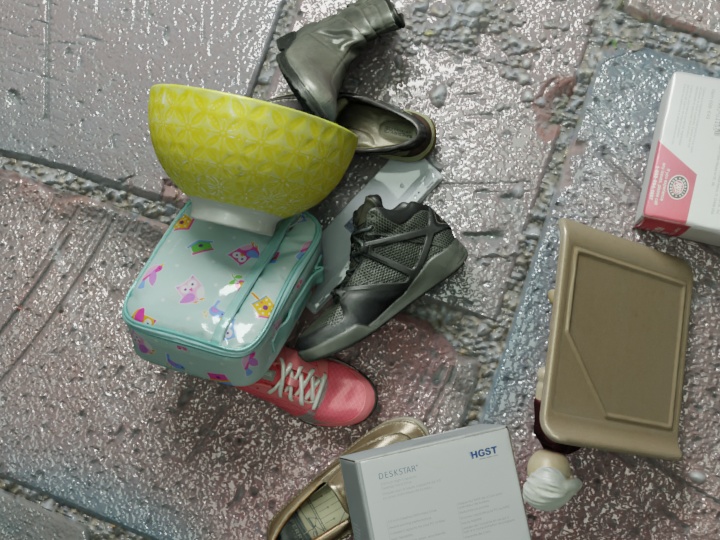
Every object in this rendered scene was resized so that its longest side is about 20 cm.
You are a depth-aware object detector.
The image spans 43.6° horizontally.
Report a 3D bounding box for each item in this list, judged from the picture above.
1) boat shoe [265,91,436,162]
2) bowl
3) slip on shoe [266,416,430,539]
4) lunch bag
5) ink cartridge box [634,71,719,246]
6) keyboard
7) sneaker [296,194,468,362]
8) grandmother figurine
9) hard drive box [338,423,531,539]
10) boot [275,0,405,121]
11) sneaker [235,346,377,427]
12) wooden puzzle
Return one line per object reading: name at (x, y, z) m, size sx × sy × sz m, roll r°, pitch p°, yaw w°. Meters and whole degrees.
boat shoe at (-0.021, -0.156, 0.937) m, size 0.198 × 0.065 × 0.074 m, roll 5°, pitch 86°, yaw 13°
bowl at (-0.109, -0.093, 0.839) m, size 0.198 × 0.200 × 0.109 m, roll 13°, pitch 90°, yaw 10°
slip on shoe at (-0.012, 0.221, 0.901) m, size 0.199 × 0.061 × 0.076 m, roll -34°, pitch 80°, yaw 3°
lunch bag at (-0.126, 0.010, 0.889) m, size 0.159 × 0.077 × 0.201 m, roll 13°, pitch 52°, yaw 17°
ink cartridge box at (0.379, -0.094, 0.861) m, size 0.198 × 0.085 × 0.147 m, roll 13°, pitch 86°, yaw 12°
keyboard at (0.000, -0.045, 0.955) m, size 0.056 × 0.011 × 0.200 m, roll 44°, pitch 92°, yaw 16°
sneaker at (0.000, 0.000, 0.896) m, size 0.199 × 0.076 × 0.115 m, roll -38°, pitch 99°, yaw -5°
grandmother figurine at (0.193, 0.128, 0.857) m, size 0.060 × 0.121 × 0.202 m, roll -6°, pitch 62°, yaw 49°
hard drive box at (0.078, 0.260, 0.849) m, size 0.154 × 0.077 × 0.202 m, roll -9°, pitch 84°, yaw -15°
boot at (-0.015, -0.224, 0.893) m, size 0.130 × 0.201 × 0.068 m, roll -29°, pitch 122°, yaw 9°
sneaker at (-0.081, 0.112, 0.911) m, size 0.198 × 0.087 × 0.074 m, roll 18°, pitch 88°, yaw 10°
wooden puzzle at (0.238, 0.067, 0.838) m, size 0.184 × 0.037 × 0.202 m, roll 14°, pitch 75°, yaw -33°
